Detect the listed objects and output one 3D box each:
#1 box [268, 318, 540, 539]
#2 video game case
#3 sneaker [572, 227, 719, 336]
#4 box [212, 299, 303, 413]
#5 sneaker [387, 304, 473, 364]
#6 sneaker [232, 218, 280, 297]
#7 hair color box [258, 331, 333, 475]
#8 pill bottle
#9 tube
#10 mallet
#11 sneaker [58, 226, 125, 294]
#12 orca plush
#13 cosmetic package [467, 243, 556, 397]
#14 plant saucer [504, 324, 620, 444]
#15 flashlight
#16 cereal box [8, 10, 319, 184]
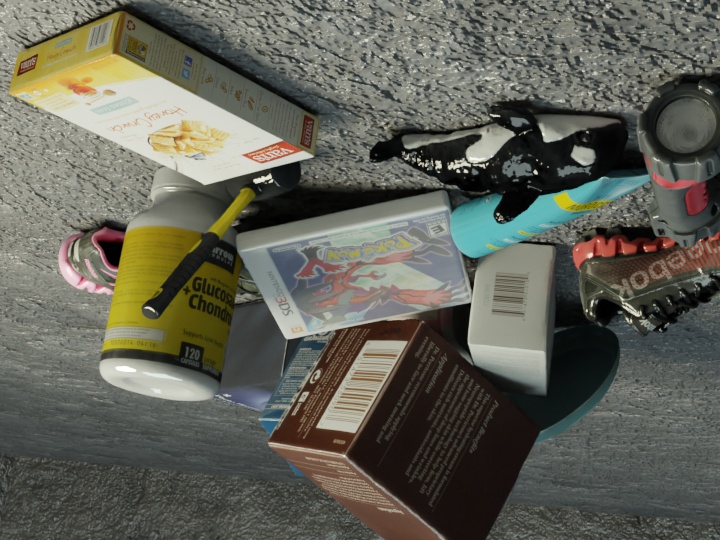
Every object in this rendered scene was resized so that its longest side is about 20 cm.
[{"bbox_3d":[0.046,0.176,1.263,0.200,0.167,0.164,43,156,-24],"label":"box"},{"bbox_3d":[0.000,0.000,1.148,0.197,0.023,0.183,-12,149,6],"label":"video game case"},{"bbox_3d":[0.280,0.010,1.066,0.199,0.099,0.071,-6,157,36],"label":"sneaker"},{"bbox_3d":[-0.079,0.122,1.567,0.199,0.125,0.197,21,158,-36],"label":"box"},{"bbox_3d":[0.089,0.087,1.444,0.103,0.076,0.200,-3,153,20],"label":"sneaker"},{"bbox_3d":[-0.079,0.000,1.254,0.198,0.077,0.114,20,167,-39],"label":"sneaker"},{"bbox_3d":[-0.033,0.129,1.392,0.060,0.201,0.101,-3,132,33],"label":"hair color box"},{"bbox_3d":[-0.169,0.011,1.106,0.110,0.203,0.112,7,164,2],"label":"pill bottle"},{"bbox_3d":[0.157,-0.057,1.002,0.077,0.051,0.199,-16,178,-38],"label":"tube"},{"bbox_3d":[-0.111,-0.034,0.982,0.065,0.201,0.041,-16,120,36],"label":"mallet"},{"bbox_3d":[-0.232,-0.001,1.343,0.198,0.080,0.095,17,150,-30],"label":"sneaker"},{"bbox_3d":[0.102,-0.075,0.919,0.197,0.072,0.105,5,163,13],"label":"orca plush"},{"bbox_3d":[0.161,0.055,1.246,0.080,0.114,0.200,5,164,12],"label":"cosmetic package"},{"bbox_3d":[0.213,0.137,1.370,0.199,0.200,0.028,-14,117,51],"label":"plant saucer"},{"bbox_3d":[0.245,-0.072,0.883,0.067,0.068,0.200,28,176,25],"label":"flashlight"},{"bbox_3d":[-0.149,-0.126,0.928,0.143,0.040,0.199,-8,156,44],"label":"cereal box"}]
